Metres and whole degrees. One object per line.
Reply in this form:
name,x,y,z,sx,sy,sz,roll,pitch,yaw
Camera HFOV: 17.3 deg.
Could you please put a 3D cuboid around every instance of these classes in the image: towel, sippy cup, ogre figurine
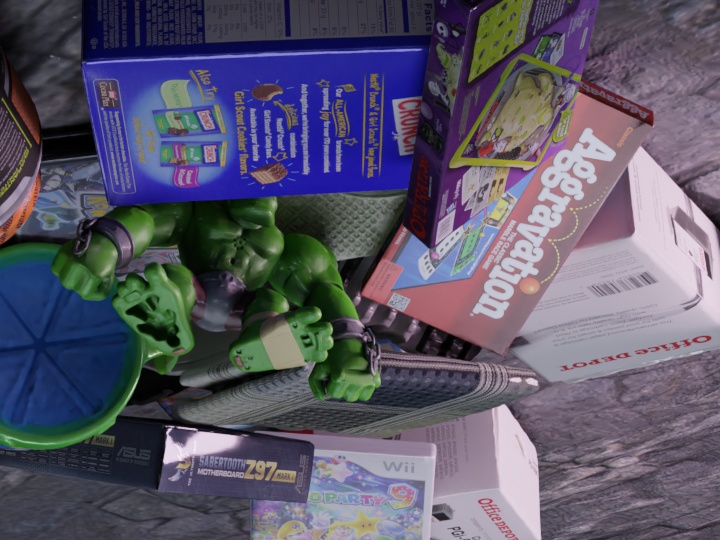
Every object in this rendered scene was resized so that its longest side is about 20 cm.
towel,-0.008,0.079,1.618,0.192,0.035,0.200,6,164,-31
sippy cup,-0.222,0.062,1.582,0.178,0.140,0.130,28,159,-8
ogre figurine,-0.084,0.003,1.432,0.200,0.120,0.098,5,127,-4

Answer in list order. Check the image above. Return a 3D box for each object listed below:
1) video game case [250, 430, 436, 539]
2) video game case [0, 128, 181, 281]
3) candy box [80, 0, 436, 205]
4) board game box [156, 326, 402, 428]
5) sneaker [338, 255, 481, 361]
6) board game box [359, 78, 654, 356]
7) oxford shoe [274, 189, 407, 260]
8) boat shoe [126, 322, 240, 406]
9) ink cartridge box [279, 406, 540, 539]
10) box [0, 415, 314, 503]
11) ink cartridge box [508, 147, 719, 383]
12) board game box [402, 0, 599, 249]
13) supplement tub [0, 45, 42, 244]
video game case,-0.016,0.207,1.880,0.143,0.018,0.200,4,131,2
video game case,-0.193,-0.033,1.547,0.181,0.026,0.200,-6,155,6
candy box,-0.051,-0.109,1.343,0.200,0.077,0.169,-2,154,-2
board game box,-0.057,0.075,1.791,0.200,0.034,0.134,-9,155,11
sneaker,0.000,0.000,1.598,0.200,0.075,0.081,37,179,-37
board game box,0.087,-0.040,1.453,0.103,0.019,0.200,23,126,-10
oxford shoe,-0.010,-0.047,1.503,0.200,0.058,0.075,-1,130,0
boat shoe,-0.143,0.061,1.692,0.200,0.074,0.060,-14,141,27
ink cartridge box,0.036,0.179,1.957,0.200,0.083,0.147,-11,154,15
box,-0.159,0.133,1.740,0.200,0.051,0.158,3,175,42
ink cartridge box,0.150,-0.006,1.587,0.147,0.083,0.200,-15,153,23
board game box,0.080,-0.109,1.293,0.120,0.032,0.200,-33,153,-27
supplement tub,-0.248,-0.089,1.302,0.122,0.123,0.200,-7,154,6
